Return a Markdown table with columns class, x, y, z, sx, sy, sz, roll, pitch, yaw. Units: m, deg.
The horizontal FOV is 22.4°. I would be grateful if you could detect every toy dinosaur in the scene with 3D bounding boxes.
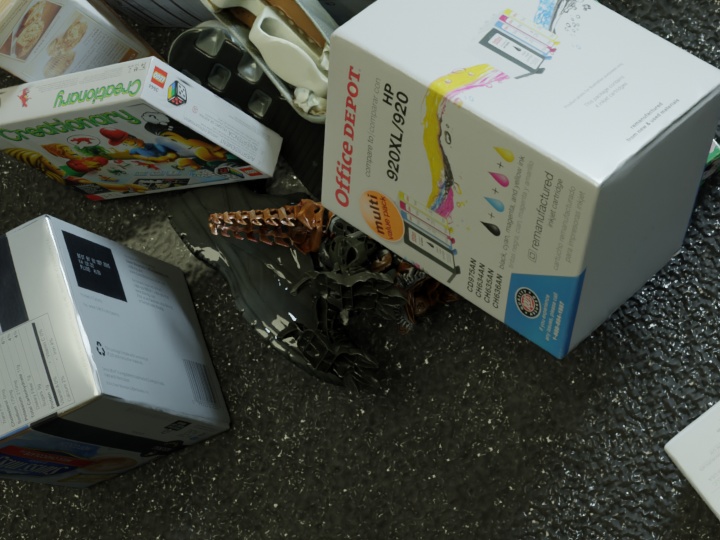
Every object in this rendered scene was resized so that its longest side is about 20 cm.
| class | x | y | z | sx | sy | sz | roll | pitch | yaw |
| --- | --- | --- | --- | --- | --- | --- | --- | --- | --- |
| toy dinosaur | 0.000 | 0.000 | 1.231 | 0.199 | 0.103 | 0.136 | -1 | 42 | 14 |

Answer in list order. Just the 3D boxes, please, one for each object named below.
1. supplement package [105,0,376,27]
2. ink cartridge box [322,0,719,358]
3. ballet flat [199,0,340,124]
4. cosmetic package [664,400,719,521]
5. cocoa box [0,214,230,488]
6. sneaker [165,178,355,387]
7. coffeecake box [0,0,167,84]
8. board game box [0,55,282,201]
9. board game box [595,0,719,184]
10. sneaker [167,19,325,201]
| class | x | y | z | sx | sy | sz | roll | pitch | yaw |
| --- | --- | --- | --- | --- | --- | --- | --- | --- | --- |
| supplement package | -0.088 | -0.243 | 1.323 | 0.199 | 0.109 | 0.115 | 5 | 82 | 22 |
| ink cartridge box | 0.095 | -0.080 | 1.134 | 0.200 | 0.148 | 0.144 | 33 | 51 | 25 |
| ballet flat | -0.068 | -0.178 | 1.218 | 0.200 | 0.064 | 0.067 | 46 | 119 | 4 |
| cosmetic package | 0.279 | 0.169 | 1.103 | 0.071 | 0.101 | 0.200 | -39 | 69 | 8 |
| cocoa box | -0.203 | 0.063 | 1.256 | 0.131 | 0.200 | 0.134 | -24 | 72 | 15 |
| sneaker | -0.054 | -0.004 | 1.284 | 0.091 | 0.076 | 0.200 | -42 | 69 | 4 |
| coffeecake box | -0.252 | -0.199 | 1.329 | 0.153 | 0.200 | 0.073 | 44 | 96 | 23 |
| board game box | -0.168 | -0.096 | 1.279 | 0.199 | 0.126 | 0.035 | -5 | 64 | 44 |
| board game box | 0.139 | -0.109 | 1.253 | 0.134 | 0.029 | 0.200 | -40 | 68 | 10 |
| sneaker | -0.036 | -0.118 | 1.301 | 0.200 | 0.089 | 0.074 | 39 | 120 | 0 |
